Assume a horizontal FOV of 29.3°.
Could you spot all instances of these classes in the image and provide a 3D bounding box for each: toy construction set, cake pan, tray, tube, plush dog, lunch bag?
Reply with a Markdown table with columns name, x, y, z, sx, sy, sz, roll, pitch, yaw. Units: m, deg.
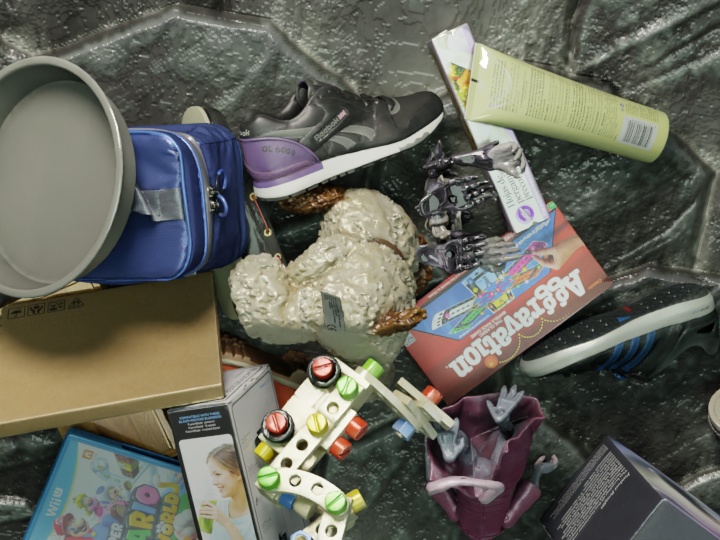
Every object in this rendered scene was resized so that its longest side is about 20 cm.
| name | x | y | z | sx | sy | sz | roll | pitch | yaw |
| --- | --- | --- | --- | --- | --- | --- | --- | --- | --- |
| toy construction set | -0.012 | 0.151 | 1.181 | 0.131 | 0.092 | 0.200 | 35 | 61 | 22 |
| cake pan | -0.263 | -0.076 | 1.148 | 0.200 | 0.037 | 0.201 | -2 | 85 | 32 |
| tray | -0.256 | 0.103 | 1.318 | 0.098 | 0.037 | 0.200 | -25 | 102 | 0 |
| tube | 0.191 | -0.151 | 1.285 | 0.200 | 0.058 | 0.052 | 14 | 122 | -19 |
| plush dog | 0.000 | 0.000 | 1.251 | 0.160 | 0.172 | 0.200 | -25 | 132 | 38 |
| lunch bag | -0.198 | -0.057 | 1.208 | 0.199 | 0.132 | 0.136 | -2 | 98 | 25 |

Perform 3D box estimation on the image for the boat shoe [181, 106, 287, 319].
| name | x | y | z | sx | sy | sz | roll | pitch | yaw |
| --- | --- | --- | --- | --- | --- | --- | --- | --- | --- |
| boat shoe | -0.118 | -0.058 | 1.289 | 0.063 | 0.074 | 0.202 | -18 | 94 | -33 |

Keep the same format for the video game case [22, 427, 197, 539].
| name | x | y | z | sx | sy | sz | roll | pitch | yaw |
| --- | --- | --- | --- | --- | --- | --- | --- | --- | --- |
| video game case | -0.211 | 0.243 | 1.330 | 0.200 | 0.018 | 0.143 | 20 | 107 | -17 |

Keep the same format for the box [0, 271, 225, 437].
| name | x | y | z | sx | sy | sz | roll | pitch | yaw |
| --- | --- | --- | --- | --- | --- | --- | --- | --- | --- |
| box | -0.223 | 0.071 | 1.218 | 0.199 | 0.164 | 0.021 | -9 | 128 | -3 |

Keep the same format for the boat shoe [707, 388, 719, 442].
| name | x | y | z | sx | sy | sz | roll | pitch | yaw |
| --- | --- | --- | --- | --- | --- | --- | --- | --- | --- |
| boat shoe | 0.437 | 0.117 | 1.377 | 0.200 | 0.073 | 0.063 | -25 | 144 | -5 |

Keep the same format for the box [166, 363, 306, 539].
| name | x | y | z | sx | sy | sz | roll | pitch | yaw |
| --- | --- | --- | --- | --- | --- | --- | --- | --- | --- |
| box | -0.104 | 0.196 | 1.229 | 0.060 | 0.117 | 0.201 | -9 | 102 | 16 |

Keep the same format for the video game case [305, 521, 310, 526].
| name | x | y | z | sx | sy | sz | roll | pitch | yaw |
| --- | --- | --- | --- | --- | --- | --- | --- | --- | --- |
| video game case | -0.113 | 0.344 | 1.352 | 0.200 | 0.045 | 0.182 | -24 | 113 | 0 |

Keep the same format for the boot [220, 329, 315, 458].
| name | x | y | z | sx | sy | sz | roll | pitch | yaw |
| --- | --- | --- | --- | --- | --- | --- | --- | --- | --- |
| boot | -0.119 | 0.119 | 1.315 | 0.200 | 0.075 | 0.107 | 20 | 103 | -9 |

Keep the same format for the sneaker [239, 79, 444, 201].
| name | x | y | z | sx | sy | sz | roll | pitch | yaw |
| --- | --- | --- | --- | --- | --- | --- | --- | --- | --- |
| sneaker | -0.015 | -0.139 | 1.250 | 0.200 | 0.076 | 0.088 | -25 | 111 | -21 |

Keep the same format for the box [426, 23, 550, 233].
| name | x | y | z | sx | sy | sz | roll | pitch | yaw |
| --- | --- | --- | --- | --- | --- | --- | --- | --- | --- |
| box | 0.120 | -0.133 | 1.296 | 0.039 | 0.041 | 0.200 | -24 | 97 | 0 |

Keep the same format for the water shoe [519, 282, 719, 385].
| name | x | y | z | sx | sy | sz | roll | pitch | yaw |
| --- | --- | --- | --- | --- | --- | --- | --- | --- | --- |
| water shoe | 0.256 | 0.080 | 1.338 | 0.200 | 0.072 | 0.079 | -20 | 106 | 1 |

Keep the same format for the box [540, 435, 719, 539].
| name | x | y | z | sx | sy | sz | roll | pitch | yaw |
| --- | --- | --- | --- | --- | --- | --- | --- | --- | --- |
| box | 0.301 | 0.282 | 1.313 | 0.200 | 0.198 | 0.123 | 36 | 96 | -10 |

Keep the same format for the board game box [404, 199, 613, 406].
| name | x | y | z | sx | sy | sz | roll | pitch | yaw |
| --- | --- | --- | --- | --- | --- | --- | --- | --- | --- |
| board game box | 0.135 | 0.032 | 1.339 | 0.200 | 0.019 | 0.103 | -37 | 94 | 2 |

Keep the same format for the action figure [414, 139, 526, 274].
| name | x | y | z | sx | sy | sz | roll | pitch | yaw |
| --- | --- | --- | --- | --- | --- | --- | --- | --- | --- |
| action figure | 0.098 | -0.053 | 1.230 | 0.102 | 0.200 | 0.119 | -2 | 102 | 7 |

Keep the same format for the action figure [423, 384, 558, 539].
| name | x | y | z | sx | sy | sz | roll | pitch | yaw |
| --- | --- | --- | --- | --- | --- | --- | --- | --- | --- |
| action figure | 0.126 | 0.206 | 1.311 | 0.134 | 0.149 | 0.200 | 0 | 132 | 4 |
